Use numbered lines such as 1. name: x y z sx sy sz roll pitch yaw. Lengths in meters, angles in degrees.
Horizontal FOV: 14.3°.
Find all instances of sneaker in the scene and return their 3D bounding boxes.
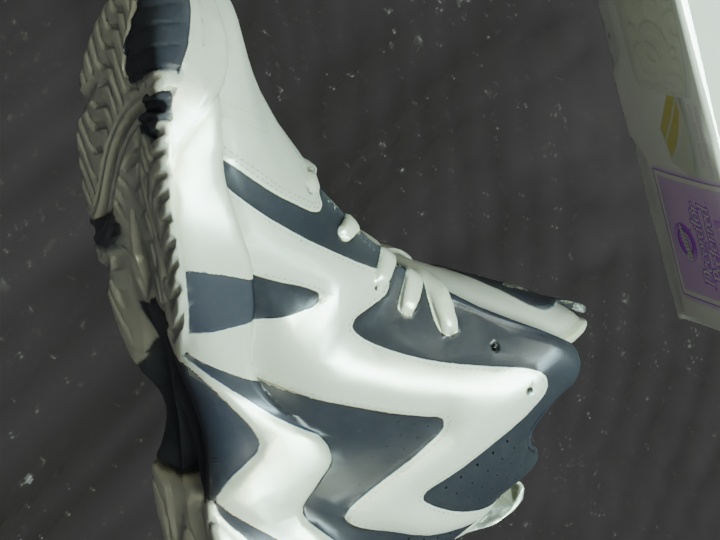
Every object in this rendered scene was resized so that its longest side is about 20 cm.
1. sneaker: 0.000 0.000 0.809 0.129 0.079 0.200 -17 106 -21

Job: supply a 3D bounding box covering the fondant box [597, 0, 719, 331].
1. fondant box: 0.176 -0.081 0.881 0.200 0.058 0.145 -22 108 -17
